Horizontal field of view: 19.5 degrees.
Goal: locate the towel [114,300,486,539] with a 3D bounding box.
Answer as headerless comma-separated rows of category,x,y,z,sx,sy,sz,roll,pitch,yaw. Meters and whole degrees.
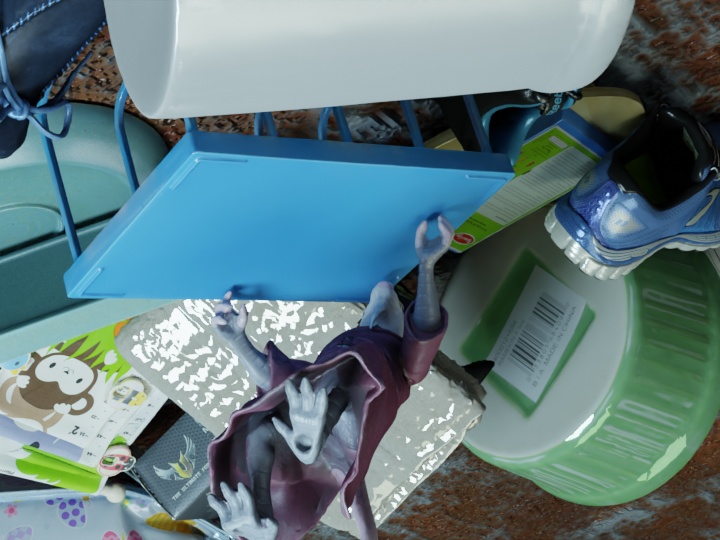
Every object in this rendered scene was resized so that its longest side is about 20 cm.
towel,-0.033,0.061,1.249,0.133,0.200,0.035,-46,-170,22

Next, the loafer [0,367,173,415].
loafer,-0.204,0.071,1.372,0.198,0.074,0.071,-6,166,-18

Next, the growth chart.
growth chart,-0.165,0.066,1.297,0.144,0.018,0.201,13,127,-35

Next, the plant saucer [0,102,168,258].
plant saucer,-0.202,-0.030,1.196,0.198,0.028,0.201,-14,156,-6

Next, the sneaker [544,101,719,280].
sneaker,0.205,-0.059,1.318,0.199,0.079,0.089,-25,159,-45

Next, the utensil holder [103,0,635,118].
utensil holder,-0.003,-0.151,0.902,0.198,0.171,0.170,-8,155,-17

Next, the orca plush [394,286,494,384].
orca plush,0.000,0.000,1.275,0.199,0.071,0.105,34,125,-5

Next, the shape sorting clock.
shape sorting clock,0.082,-0.065,1.301,0.198,0.040,0.200,-23,164,-7

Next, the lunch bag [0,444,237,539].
lunch bag,-0.182,0.187,1.478,0.198,0.129,0.170,-1,-178,-4

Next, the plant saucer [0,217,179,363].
plant saucer,-0.142,-0.002,1.186,0.198,0.070,0.019,-20,140,3

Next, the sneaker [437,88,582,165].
sneaker,0.111,-0.131,1.128,0.073,0.083,0.200,1,149,-32

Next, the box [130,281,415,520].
box,-0.047,0.081,1.392,0.200,0.051,0.158,-45,168,6

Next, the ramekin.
ramekin,0.140,0.050,1.404,0.199,0.202,0.097,-34,145,32

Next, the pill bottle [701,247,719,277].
pill bottle,0.254,-0.005,1.463,0.199,0.112,0.110,-33,152,31

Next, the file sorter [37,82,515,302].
file sorter,-0.049,-0.070,1.098,0.199,0.124,0.139,2,150,-37

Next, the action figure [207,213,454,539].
action figure,0.001,0.066,1.091,0.133,0.150,0.200,-18,-170,23

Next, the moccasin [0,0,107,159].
moccasin,-0.184,-0.083,1.042,0.080,0.069,0.200,8,145,-44
